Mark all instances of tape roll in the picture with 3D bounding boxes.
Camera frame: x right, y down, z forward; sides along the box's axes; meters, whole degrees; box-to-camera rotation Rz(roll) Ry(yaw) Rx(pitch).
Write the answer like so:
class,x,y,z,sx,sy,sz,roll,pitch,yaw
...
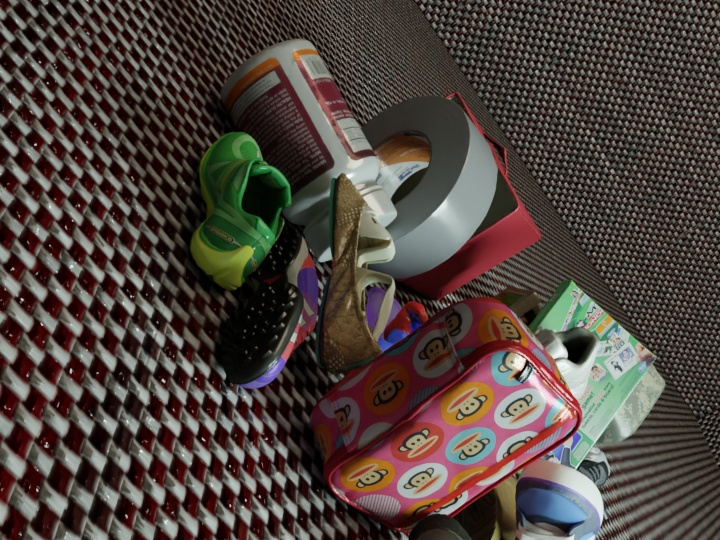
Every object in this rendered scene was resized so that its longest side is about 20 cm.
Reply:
class,x,y,z,sx,sy,sz,roll,pitch,yaw
tape roll,0.052,-0.093,1.127,0.066,0.198,0.202,42,23,-40

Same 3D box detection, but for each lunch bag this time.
class,x,y,z,sx,sy,sz,roll,pitch,yaw
lunch bag,0.075,0.128,0.827,0.176,0.199,0.083,41,19,-41
lunch bag,0.295,0.139,1.420,0.169,0.139,0.199,55,-27,-13

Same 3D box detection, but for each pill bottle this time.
class,x,y,z,sx,sy,sz,roll,pitch,yaw
pill bottle,-0.050,-0.120,1.033,0.202,0.113,0.114,61,18,7

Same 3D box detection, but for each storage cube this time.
class,x,y,z,sx,sy,sz,roll,pitch,yaw
storage cube,0.110,-0.086,1.293,0.173,0.198,0.179,63,12,18

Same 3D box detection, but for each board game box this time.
class,x,y,z,sx,sy,sz,roll,pitch,yaw
board game box,0.218,0.132,1.120,0.134,0.201,0.029,40,-6,-7

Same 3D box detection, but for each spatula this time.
class,x,y,z,sx,sy,sz,roll,pitch,yaw
spatula,0.031,0.094,1.054,0.056,0.020,0.202,40,25,-32

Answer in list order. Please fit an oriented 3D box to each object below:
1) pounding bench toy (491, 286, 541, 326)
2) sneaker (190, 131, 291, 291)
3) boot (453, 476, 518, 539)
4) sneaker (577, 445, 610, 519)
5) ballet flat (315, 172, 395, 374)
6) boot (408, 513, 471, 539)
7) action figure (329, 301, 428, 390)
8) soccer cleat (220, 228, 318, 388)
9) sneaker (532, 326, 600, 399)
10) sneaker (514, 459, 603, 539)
class,x,y,z,sx,sy,sz,roll,pitch,yaw
pounding bench toy,0.177,0.121,1.233,0.158,0.123,0.200,57,-4,-5
sneaker,-0.093,-0.060,0.864,0.074,0.083,0.202,47,20,-30
boot,0.145,0.252,1.037,0.200,0.065,0.177,47,21,-38
sneaker,0.297,0.299,1.371,0.199,0.075,0.115,26,36,-50
ballet flat,0.000,0.000,0.907,0.071,0.064,0.204,72,18,-59
boot,0.107,0.289,0.786,0.200,0.068,0.131,45,8,-9
action figure,0.049,0.093,0.983,0.099,0.065,0.200,42,25,2
soccer cleat,-0.063,0.041,0.818,0.201,0.067,0.074,-86,152,-61
sneaker,0.161,0.100,1.021,0.197,0.100,0.078,-19,55,-33
sneaker,0.167,0.280,0.924,0.202,0.079,0.148,74,34,-51
